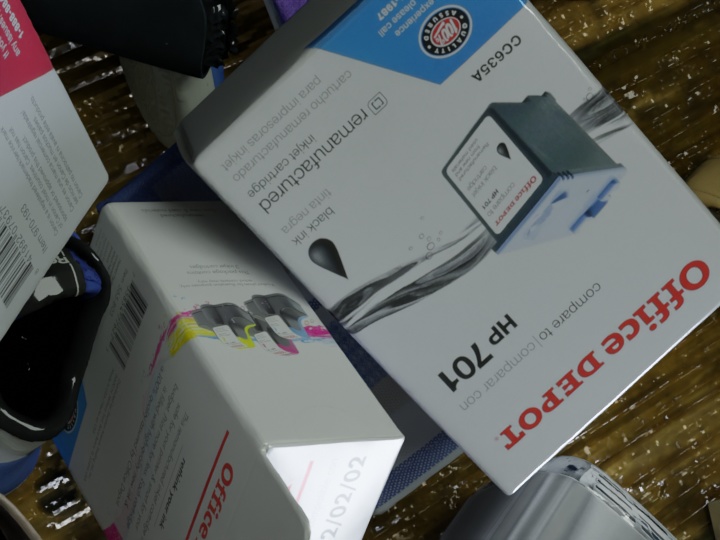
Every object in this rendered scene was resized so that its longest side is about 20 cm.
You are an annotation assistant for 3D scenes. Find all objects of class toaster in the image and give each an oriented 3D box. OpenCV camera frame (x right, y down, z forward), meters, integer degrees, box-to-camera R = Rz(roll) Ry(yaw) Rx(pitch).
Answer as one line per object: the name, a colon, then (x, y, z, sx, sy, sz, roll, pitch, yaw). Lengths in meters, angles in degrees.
toaster: (0.089, 0.177, 1.025, 0.200, 0.114, 0.129, 44, 53, -11)

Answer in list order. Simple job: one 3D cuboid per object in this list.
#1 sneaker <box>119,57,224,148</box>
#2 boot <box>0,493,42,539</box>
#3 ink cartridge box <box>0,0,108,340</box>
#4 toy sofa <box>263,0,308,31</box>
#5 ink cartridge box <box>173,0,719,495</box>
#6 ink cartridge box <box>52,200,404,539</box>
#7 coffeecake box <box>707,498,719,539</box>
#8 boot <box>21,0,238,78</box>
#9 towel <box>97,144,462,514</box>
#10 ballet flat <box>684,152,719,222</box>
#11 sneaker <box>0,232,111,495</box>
sneaker: (-0.062, -0.155, 1.048, 0.111, 0.077, 0.201, -8, 73, -24)
boot: (-0.177, 0.102, 0.855, 0.200, 0.146, 0.070, 48, 58, -11)
ink cartridge box: (-0.189, -0.009, 0.783, 0.200, 0.083, 0.145, -59, 152, -27)
toy sofa: (0.027, -0.095, 1.039, 0.098, 0.083, 0.201, -39, 119, -43)
ink cartridge box: (0.044, -0.031, 0.939, 0.146, 0.086, 0.200, -43, 106, 3)
ink cartridge box: (-0.052, 0.075, 0.902, 0.068, 0.115, 0.200, -1, 37, -33)
coffeecake box: (0.306, 0.126, 1.149, 0.199, 0.153, 0.073, -6, 79, -33)
boot: (-0.122, -0.185, 0.934, 0.167, 0.076, 0.201, 7, 111, 4)
towel: (0.000, 0.000, 1.009, 0.147, 0.024, 0.200, -39, 107, 7)
ballet flat: (0.234, 0.023, 1.169, 0.063, 0.069, 0.200, -30, 65, -25)
sneaker: (-0.152, -0.011, 0.925, 0.080, 0.115, 0.200, -11, 81, -35)
